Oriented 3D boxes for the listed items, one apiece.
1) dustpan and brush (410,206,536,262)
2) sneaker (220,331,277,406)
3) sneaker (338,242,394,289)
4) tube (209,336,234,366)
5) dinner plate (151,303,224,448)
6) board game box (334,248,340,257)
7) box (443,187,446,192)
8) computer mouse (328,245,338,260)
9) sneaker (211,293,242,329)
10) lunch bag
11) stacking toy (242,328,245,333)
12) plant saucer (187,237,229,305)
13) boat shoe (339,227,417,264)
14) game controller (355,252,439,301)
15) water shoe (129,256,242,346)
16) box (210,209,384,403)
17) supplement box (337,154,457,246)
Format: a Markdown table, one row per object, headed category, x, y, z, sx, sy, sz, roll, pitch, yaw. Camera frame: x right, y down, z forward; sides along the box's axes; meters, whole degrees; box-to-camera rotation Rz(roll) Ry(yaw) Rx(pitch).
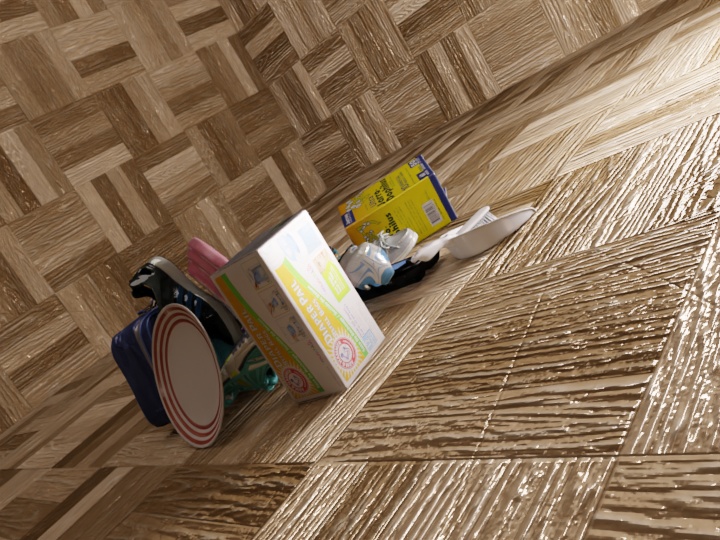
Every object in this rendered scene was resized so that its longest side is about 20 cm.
| category | x | y | z | sx | sy | sz | roll | pitch | yaw |
| --- | --- | --- | --- | --- | --- | --- | --- | --- | --- |
| dustpan and brush | 0.150 | -0.049 | 0.961 | 0.199 | 0.058 | 0.139 | -40 | 13 | -28 |
| sneaker | -0.158 | 0.147 | 0.926 | 0.200 | 0.079 | 0.078 | -48 | 8 | 43 |
| sneaker | 0.000 | 0.000 | 1.011 | 0.072 | 0.072 | 0.200 | -50 | 9 | -8 |
| tube | -0.213 | 0.133 | 1.041 | 0.050 | 0.078 | 0.199 | -37 | -15 | 22 |
| dinner plate | -0.238 | 0.146 | 0.913 | 0.024 | 0.205 | 0.198 | -11 | -5 | -41 |
| board game box | -0.145 | 0.040 | 1.437 | 0.197 | 0.047 | 0.151 | -26 | 14 | 34 |
| box | 0.104 | -0.106 | 1.395 | 0.197 | 0.033 | 0.121 | -30 | 12 | 15 |
| computer mouse | -0.113 | 0.027 | 1.128 | 0.199 | 0.044 | 0.110 | -35 | 17 | 49 |
| sneaker | -0.203 | 0.051 | 1.185 | 0.102 | 0.061 | 0.199 | 9 | 34 | 36 |
| lunch bag | -0.298 | 0.138 | 1.063 | 0.130 | 0.203 | 0.136 | -22 | 10 | 33 |
| stacking toy | -0.210 | 0.118 | 1.204 | 0.196 | 0.112 | 0.116 | -10 | 14 | 34 |
| plant saucer | -0.189 | 0.032 | 0.987 | 0.051 | 0.200 | 0.200 | -51 | 15 | -11 |
| boat shoe | 0.014 | -0.023 | 1.194 | 0.199 | 0.065 | 0.075 | -29 | 21 | 26 |
| game controller | 0.041 | 0.009 | 1.070 | 0.198 | 0.043 | 0.104 | -22 | 16 | 42 |
| water shoe | -0.267 | 0.065 | 0.992 | 0.079 | 0.198 | 0.072 | -46 | -16 | -29 |
| box | -0.075 | 0.049 | 0.820 | 0.100 | 0.202 | 0.113 | -22 | 16 | 40 |
| supplement box | 0.069 | -0.112 | 1.261 | 0.197 | 0.110 | 0.109 | -32 | 29 | 6 |
